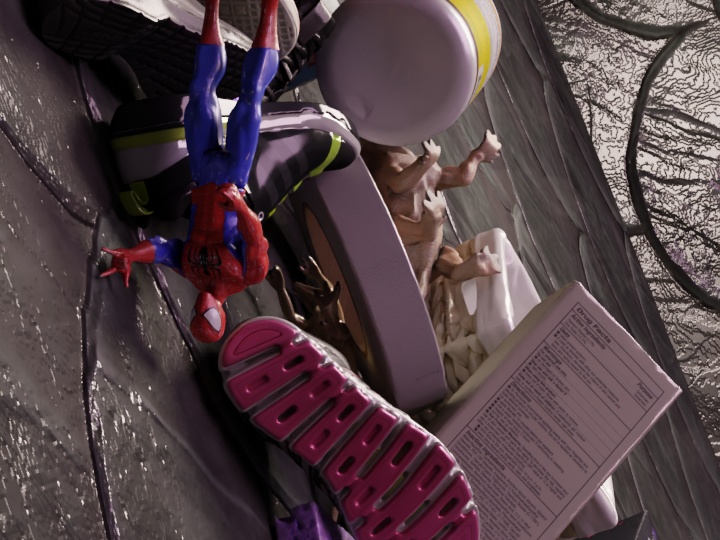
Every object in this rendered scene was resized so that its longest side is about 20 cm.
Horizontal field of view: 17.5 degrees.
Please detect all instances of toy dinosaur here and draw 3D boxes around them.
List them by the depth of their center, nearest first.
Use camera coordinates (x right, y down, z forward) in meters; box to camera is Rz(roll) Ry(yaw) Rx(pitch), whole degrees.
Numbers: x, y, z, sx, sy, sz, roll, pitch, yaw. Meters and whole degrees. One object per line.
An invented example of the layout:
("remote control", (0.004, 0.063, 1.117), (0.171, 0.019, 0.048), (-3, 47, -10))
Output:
("toy dinosaur", (-0.019, 0.058, 1.449), (0.200, 0.058, 0.101), (-98, 162, -46))
("toy dinosaur", (0.024, -0.031, 1.644), (0.086, 0.135, 0.201), (26, 49, -38))

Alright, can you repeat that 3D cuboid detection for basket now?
("basket", (0.088, 0.096, 1.671), (0.200, 0.123, 0.136), (60, 15, -28))

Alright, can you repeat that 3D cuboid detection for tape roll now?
("tape roll", (0.000, 0.000, 1.498), (0.203, 0.037, 0.204), (159, -90, -83))

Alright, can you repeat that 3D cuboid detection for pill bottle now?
("pill bottle", (0.038, -0.156, 1.620), (0.110, 0.109, 0.200), (66, 14, -8))

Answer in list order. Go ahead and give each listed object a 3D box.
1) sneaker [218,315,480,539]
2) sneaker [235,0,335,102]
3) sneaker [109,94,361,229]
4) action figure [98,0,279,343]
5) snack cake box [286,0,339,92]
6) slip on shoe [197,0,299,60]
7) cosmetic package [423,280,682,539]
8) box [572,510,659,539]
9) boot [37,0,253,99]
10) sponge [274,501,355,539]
("sneaker", (-0.008, 0.095, 1.338), (0.200, 0.074, 0.087), (44, 1, -16))
("sneaker", (-0.066, -0.141, 1.475), (0.200, 0.099, 0.070), (-87, 152, -55))
("sneaker", (-0.074, -0.053, 1.345), (0.200, 0.072, 0.083), (-1, 83, -51))
("action figure", (-0.084, -0.060, 1.225), (0.099, 0.065, 0.201), (-10, 104, -69))
("snack cake box", (-0.077, -0.225, 1.649), (0.201, 0.067, 0.115), (67, 15, -6))
("slip on shoe", (-0.108, -0.207, 1.401), (0.200, 0.074, 0.061), (45, 31, -12))
("cosmetic package", (0.097, 0.114, 1.469), (0.104, 0.200, 0.073), (46, -25, -2))
("box", (0.171, 0.266, 1.732), (0.106, 0.122, 0.200), (67, 13, -2))
("boot", (-0.126, -0.176, 1.335), (0.200, 0.070, 0.132), (30, 39, -60))
("sponge", (0.011, 0.221, 1.361), (0.200, 0.030, 0.112), (49, 22, -55))
